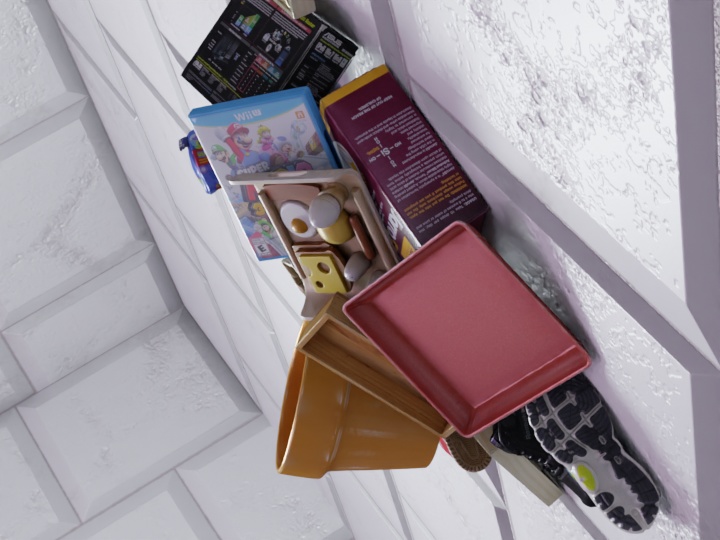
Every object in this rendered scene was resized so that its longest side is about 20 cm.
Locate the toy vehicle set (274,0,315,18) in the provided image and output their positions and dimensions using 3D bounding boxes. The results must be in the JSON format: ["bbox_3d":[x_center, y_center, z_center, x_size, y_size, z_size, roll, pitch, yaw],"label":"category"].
[{"bbox_3d":[-0.105,-0.379,1.619,0.124,0.026,0.200,48,158,44],"label":"toy vehicle set"}]

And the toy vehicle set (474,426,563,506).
[{"bbox_3d":[0.168,0.206,1.845,0.124,0.027,0.200,49,-177,37],"label":"toy vehicle set"}]

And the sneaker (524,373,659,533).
[{"bbox_3d":[0.236,0.188,1.589,0.200,0.077,0.080,59,180,10],"label":"sneaker"}]

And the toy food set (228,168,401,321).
[{"bbox_3d":[-0.043,-0.024,1.635,0.143,0.060,0.200,0,129,35],"label":"toy food set"}]

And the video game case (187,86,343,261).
[{"bbox_3d":[-0.086,-0.101,1.659,0.018,0.143,0.200,-67,-39,-48],"label":"video game case"}]

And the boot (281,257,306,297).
[{"bbox_3d":[-0.031,-0.051,1.864,0.200,0.154,0.072,60,171,14],"label":"boot"}]

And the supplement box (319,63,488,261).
[{"bbox_3d":[0.042,-0.102,1.626,0.200,0.086,0.110,55,167,15],"label":"supplement box"}]

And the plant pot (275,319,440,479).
[{"bbox_3d":[0.004,0.167,1.884,0.200,0.183,0.201,-168,90,-83],"label":"plant pot"}]

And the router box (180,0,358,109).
[{"bbox_3d":[-0.106,-0.236,1.730,0.062,0.150,0.200,28,-169,-39],"label":"router box"}]

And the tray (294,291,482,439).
[{"bbox_3d":[0.035,0.106,1.683,0.200,0.037,0.099,31,146,-7],"label":"tray"}]

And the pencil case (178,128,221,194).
[{"bbox_3d":[-0.117,-0.166,1.850,0.078,0.200,0.087,67,180,-71],"label":"pencil case"}]

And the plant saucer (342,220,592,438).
[{"bbox_3d":[0.111,0.057,1.569,0.200,0.037,0.200,46,131,-7],"label":"plant saucer"}]

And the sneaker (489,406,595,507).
[{"bbox_3d":[0.193,0.190,1.713,0.200,0.087,0.076,57,167,12],"label":"sneaker"}]

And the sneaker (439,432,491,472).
[{"bbox_3d":[0.116,0.169,2.012,0.112,0.071,0.200,74,176,-85],"label":"sneaker"}]
